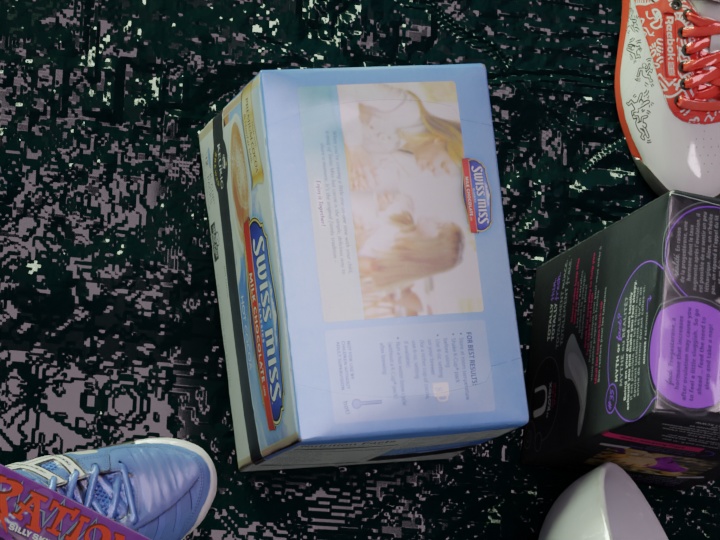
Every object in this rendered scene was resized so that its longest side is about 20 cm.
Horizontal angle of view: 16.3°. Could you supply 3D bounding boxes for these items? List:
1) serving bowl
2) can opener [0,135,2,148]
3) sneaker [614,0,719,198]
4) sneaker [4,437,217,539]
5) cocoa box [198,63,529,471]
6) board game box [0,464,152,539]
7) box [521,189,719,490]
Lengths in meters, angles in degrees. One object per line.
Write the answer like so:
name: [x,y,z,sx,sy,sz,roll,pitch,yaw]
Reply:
serving bowl: [0.141,0.206,1.347,0.066,0.200,0.200,-22,85,13]
can opener: [-0.288,-0.072,1.323,0.200,0.063,0.079,5,77,-16]
sneaker: [0.196,-0.143,1.461,0.067,0.108,0.202,-1,79,-17]
sneaker: [-0.164,0.135,1.311,0.200,0.077,0.076,-17,83,-21]
cocoa box: [0.000,0.000,1.360,0.133,0.131,0.200,-3,80,-18]
board game box: [-0.179,0.158,1.229,0.200,0.032,0.120,26,52,-3]
box: [0.172,0.043,1.367,0.106,0.200,0.122,10,76,-15]
